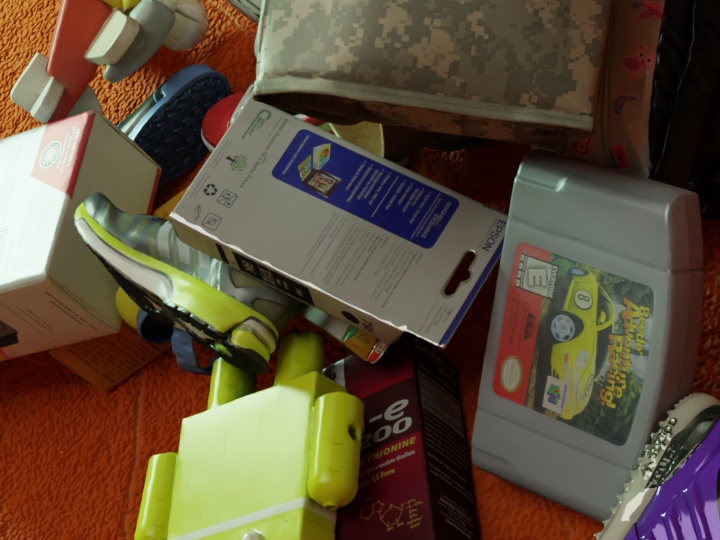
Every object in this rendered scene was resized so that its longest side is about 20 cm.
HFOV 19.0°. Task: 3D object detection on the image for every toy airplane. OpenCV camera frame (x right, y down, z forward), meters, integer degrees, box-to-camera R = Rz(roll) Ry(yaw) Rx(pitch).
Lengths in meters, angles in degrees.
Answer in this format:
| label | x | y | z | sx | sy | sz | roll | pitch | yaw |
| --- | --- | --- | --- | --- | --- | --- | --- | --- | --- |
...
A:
| label | x | y | z | sx | sy | sz | roll | pitch | yaw |
| --- | --- | --- | --- | --- | --- | --- | --- | --- | --- |
| toy airplane | -0.189 | -0.190 | 1.674 | 0.199 | 0.141 | 0.200 | 118 | 158 | -50 |

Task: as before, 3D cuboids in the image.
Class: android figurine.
| label | x | y | z | sx | sy | sz | roll | pitch | yaw |
| --- | --- | --- | --- | --- | --- | --- | --- | --- | --- |
| android figurine | -0.069 | 0.137 | 1.338 | 0.182 | 0.041 | 0.201 | -20 | 50 | 38 |

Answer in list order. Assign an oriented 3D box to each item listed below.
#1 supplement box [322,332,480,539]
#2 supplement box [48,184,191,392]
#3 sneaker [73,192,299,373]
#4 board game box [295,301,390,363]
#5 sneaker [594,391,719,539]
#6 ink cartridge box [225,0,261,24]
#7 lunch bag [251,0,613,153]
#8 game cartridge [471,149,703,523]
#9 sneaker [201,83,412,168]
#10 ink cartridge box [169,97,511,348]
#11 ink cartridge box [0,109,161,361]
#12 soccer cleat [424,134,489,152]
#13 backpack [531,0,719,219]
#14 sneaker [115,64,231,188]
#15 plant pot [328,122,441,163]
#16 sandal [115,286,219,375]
| label | x | y | z | sx | sy | sz | roll | pitch | yaw |
| --- | --- | --- | --- | --- | --- | --- | --- | --- | --- |
| supplement box | 0.012 | 0.146 | 1.331 | 0.109 | 0.061 | 0.200 | -28 | 47 | 24 |
| supplement box | -0.136 | 0.001 | 1.549 | 0.200 | 0.069 | 0.067 | -36 | 42 | 19 |
| sneaker | -0.108 | -0.006 | 1.400 | 0.200 | 0.074 | 0.081 | 31 | 73 | 36 |
| board game box | 0.000 | 0.000 | 1.412 | 0.096 | 0.030 | 0.200 | -54 | 22 | -3 |
| sneaker | 0.181 | 0.166 | 1.170 | 0.099 | 0.070 | 0.201 | 18 | 76 | 41 |
| ink cartridge box | -0.045 | -0.221 | 1.562 | 0.200 | 0.145 | 0.084 | 31 | 86 | 47 |
| lunch bag | 0.040 | -0.162 | 1.216 | 0.118 | 0.199 | 0.165 | 140 | 138 | -85 |
| game cartridge | 0.134 | 0.041 | 1.249 | 0.133 | 0.041 | 0.201 | 18 | 106 | 39 |
| sneaker | -0.065 | -0.116 | 1.533 | 0.200 | 0.112 | 0.071 | 12 | 70 | 44 |
| ink cartridge box | -0.008 | -0.024 | 1.318 | 0.200 | 0.039 | 0.100 | 26 | 70 | 21 |
| ink cartridge box | -0.254 | -0.016 | 1.557 | 0.200 | 0.086 | 0.148 | -14 | 51 | 36 |
| soccer cleat | 0.070 | -0.174 | 1.492 | 0.083 | 0.065 | 0.201 | -5 | 61 | 32 |
| backpack | 0.187 | -0.125 | 1.313 | 0.126 | 0.167 | 0.201 | 4 | 78 | 47 |
| sneaker | -0.184 | -0.086 | 1.646 | 0.200 | 0.070 | 0.078 | -50 | 48 | 2 |
| plant pot | 0.061 | -0.187 | 1.375 | 0.200 | 0.187 | 0.186 | -25 | 43 | -11 |
| sandal | -0.073 | 0.001 | 1.451 | 0.200 | 0.079 | 0.087 | -42 | 54 | 21 |
